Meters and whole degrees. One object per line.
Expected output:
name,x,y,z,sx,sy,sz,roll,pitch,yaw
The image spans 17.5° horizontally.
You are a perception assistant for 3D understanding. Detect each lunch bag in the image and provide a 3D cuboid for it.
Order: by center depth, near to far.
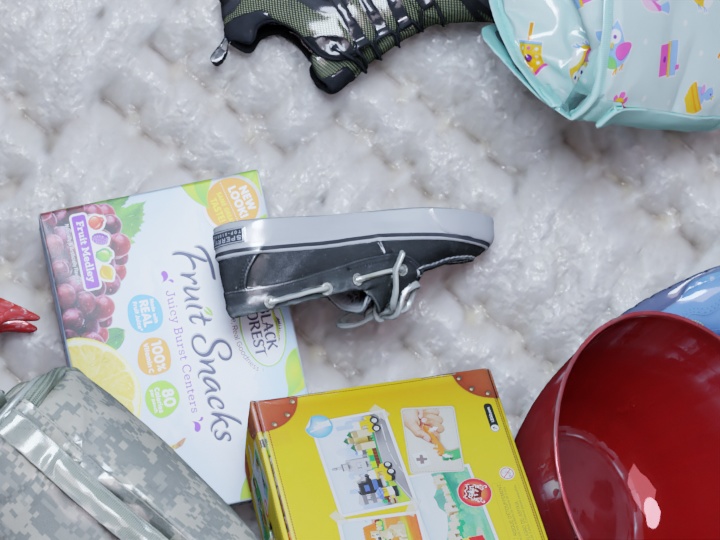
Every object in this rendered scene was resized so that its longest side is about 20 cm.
lunch bag,-0.147,0.154,1.314,0.200,0.168,0.139,42,69,-3
lunch bag,0.158,-0.181,1.462,0.170,0.122,0.201,2,75,-51

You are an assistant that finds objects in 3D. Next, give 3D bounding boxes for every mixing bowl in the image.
mixing bowl,0.162,0.136,1.424,0.199,0.108,0.201,15,63,-32

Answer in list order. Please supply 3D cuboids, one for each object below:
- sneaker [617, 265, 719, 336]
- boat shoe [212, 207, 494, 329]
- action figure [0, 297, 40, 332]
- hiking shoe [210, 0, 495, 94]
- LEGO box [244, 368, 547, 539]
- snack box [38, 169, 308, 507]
sneaker,0.258,0.033,1.490,0.199,0.074,0.083,-11,83,-7
boat shoe,0.001,0.000,1.445,0.199,0.073,0.068,-4,84,-40
action figure,-0.224,0.127,1.424,0.099,0.065,0.201,24,76,-3
hiking shoe,0.004,-0.160,1.507,0.199,0.076,0.101,7,87,4
LEGO box,0.026,0.164,1.346,0.148,0.077,0.201,-7,51,-12
snack box,-0.111,0.051,1.456,0.142,0.053,0.201,-12,82,-10
